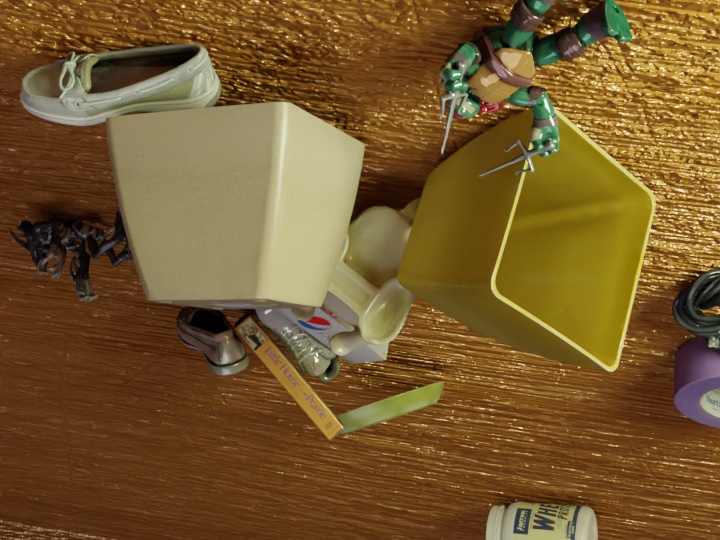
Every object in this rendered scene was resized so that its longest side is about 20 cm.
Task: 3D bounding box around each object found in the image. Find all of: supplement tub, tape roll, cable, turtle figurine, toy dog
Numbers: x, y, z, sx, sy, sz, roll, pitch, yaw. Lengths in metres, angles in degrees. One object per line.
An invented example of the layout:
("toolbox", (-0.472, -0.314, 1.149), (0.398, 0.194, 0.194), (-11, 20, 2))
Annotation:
("supplement tub", (0.359, 0.533, 2.128), (0.199, 0.146, 0.145), (-1, 151, 21))
("tape roll", (0.518, 0.149, 1.426), (0.199, 0.066, 0.200), (8, 152, 4))
("cable", (0.475, 0.043, 1.269), (0.199, 0.051, 0.163), (-6, 144, 34))
("turtle figurine", (0.126, -0.169, 0.925), (0.149, 0.101, 0.200), (12, 141, -35))
("toy dog", (0.000, 0.000, 1.248), (0.139, 0.194, 0.200), (29, 168, 1))

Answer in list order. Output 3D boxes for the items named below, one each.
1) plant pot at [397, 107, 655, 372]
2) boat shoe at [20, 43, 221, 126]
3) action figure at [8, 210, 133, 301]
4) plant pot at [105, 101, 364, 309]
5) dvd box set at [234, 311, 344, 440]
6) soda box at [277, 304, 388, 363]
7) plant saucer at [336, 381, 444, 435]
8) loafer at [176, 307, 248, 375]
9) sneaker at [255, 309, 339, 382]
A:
("plant pot", (0.157, -0.025, 1.105), (0.200, 0.201, 0.176), (31, 158, -34))
("boat shoe", (-0.239, -0.189, 1.052), (0.201, 0.075, 0.065), (1, 146, 10))
("action figure", (-0.364, -0.021, 1.382), (0.199, 0.103, 0.119), (-3, 161, 22))
("plant pot", (-0.122, -0.053, 1.079), (0.199, 0.178, 0.200), (-1, 173, 22))
("dvd box set", (-0.102, 0.144, 1.509), (0.200, 0.029, 0.146), (50, 175, -3))
("soda box", (-0.038, 0.053, 1.437), (0.063, 0.068, 0.200), (-10, 146, 34))
("plant saucer", (0.038, 0.214, 1.647), (0.199, 0.031, 0.200), (-17, 172, -3))
("loafer", (-0.209, 0.080, 1.500), (0.200, 0.072, 0.063), (34, 140, 57))
("sneaker", (-0.074, 0.092, 1.479), (0.078, 0.100, 0.200), (-29, 145, 13))
